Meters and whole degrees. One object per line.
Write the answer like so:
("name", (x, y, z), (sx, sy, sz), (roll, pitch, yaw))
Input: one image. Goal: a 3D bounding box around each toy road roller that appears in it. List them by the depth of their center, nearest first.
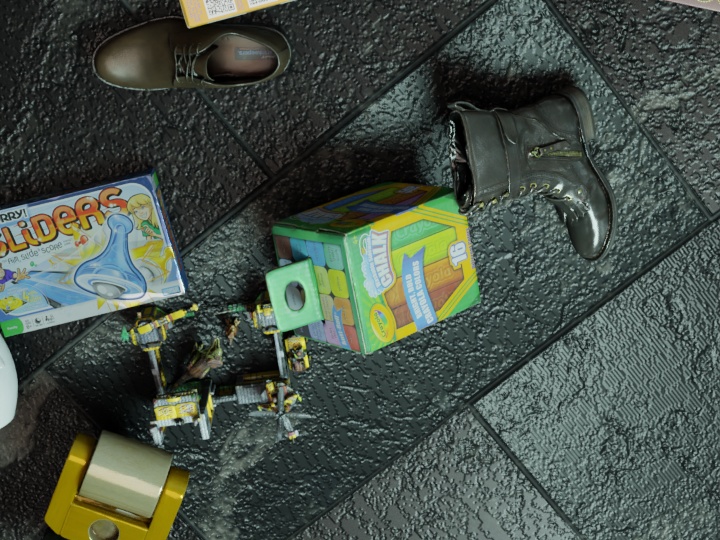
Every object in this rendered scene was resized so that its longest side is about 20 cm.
("toy road roller", (-0.264, 0.248, 1.323), (0.123, 0.146, 0.200), (21, 111, -9))

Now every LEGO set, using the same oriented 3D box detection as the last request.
("LEGO set", (-0.152, 0.105, 1.303), (0.200, 0.116, 0.154), (-1, 107, -2))

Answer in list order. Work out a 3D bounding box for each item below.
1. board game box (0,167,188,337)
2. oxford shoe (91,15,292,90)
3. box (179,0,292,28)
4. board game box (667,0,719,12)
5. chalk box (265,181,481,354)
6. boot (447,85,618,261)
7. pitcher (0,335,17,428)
("board game box", (-0.295, -0.019, 1.303), (0.200, 0.034, 0.136), (-14, 107, 2))
("oxford shoe", (-0.169, -0.212, 1.225), (0.200, 0.084, 0.073), (-6, 109, 1))
("box", (-0.070, -0.280, 1.189), (0.200, 0.119, 0.042), (-13, 107, 2))
("board game box", (0.342, -0.317, 1.246), (0.200, 0.019, 0.103), (10, 107, -5))
("chalk box", (0.000, 0.000, 1.227), (0.200, 0.124, 0.125), (-24, 111, -34))
("boot", (0.164, -0.086, 1.243), (0.174, 0.069, 0.200), (-20, 100, -32))
("pitcher", (-0.413, 0.073, 1.270), (0.171, 0.121, 0.200), (-11, 104, 34))
